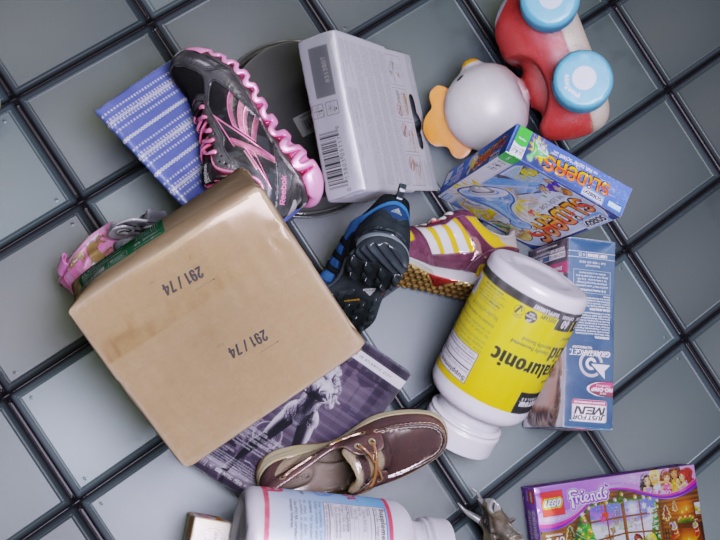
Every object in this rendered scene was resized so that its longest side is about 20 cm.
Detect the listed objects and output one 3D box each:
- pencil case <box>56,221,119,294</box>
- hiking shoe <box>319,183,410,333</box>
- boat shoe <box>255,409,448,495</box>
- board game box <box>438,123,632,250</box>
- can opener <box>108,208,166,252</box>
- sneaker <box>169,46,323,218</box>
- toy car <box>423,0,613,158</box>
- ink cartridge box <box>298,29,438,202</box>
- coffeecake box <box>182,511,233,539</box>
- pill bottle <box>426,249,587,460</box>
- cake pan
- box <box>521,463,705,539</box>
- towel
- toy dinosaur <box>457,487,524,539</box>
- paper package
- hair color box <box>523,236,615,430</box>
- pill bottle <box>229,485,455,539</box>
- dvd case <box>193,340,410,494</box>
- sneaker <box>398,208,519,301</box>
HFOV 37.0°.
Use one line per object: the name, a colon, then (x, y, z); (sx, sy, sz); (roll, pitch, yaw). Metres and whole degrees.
pencil case: (-0.207, 0.042, 1.068); (0.200, 0.087, 0.083); (44, 95, -4)
hiking shoe: (0.000, 0.000, 1.082); (0.074, 0.200, 0.087); (29, 52, -15)
boat shoe: (-0.004, 0.193, 1.059); (0.198, 0.072, 0.073); (-12, 103, -7)
board game box: (0.176, -0.082, 1.129); (0.135, 0.200, 0.035); (27, 76, -9)
can opener: (-0.156, -0.018, 1.067); (0.199, 0.053, 0.067); (9, 67, -39)
sneaker: (-0.127, -0.125, 1.039); (0.095, 0.079, 0.200); (-40, 89, -27)
toy car: (0.155, -0.206, 1.176); (0.199, 0.184, 0.178); (-22, 87, 6)
ink cartridge box: (0.011, -0.155, 1.130); (0.057, 0.200, 0.164); (-12, 88, 21)
coffeecake box: (-0.087, 0.334, 1.059); (0.199, 0.073, 0.155); (13, 78, -12)
pill bottle: (0.141, 0.089, 1.110); (0.111, 0.111, 0.201); (22, 107, -11)
cake pan: (-0.060, -0.158, 1.161); (0.199, 0.037, 0.202); (2, 81, -15)
box: (0.282, 0.294, 1.183); (0.198, 0.039, 0.138); (-5, 82, -16)
towel: (-0.148, -0.116, 1.075); (0.200, 0.024, 0.145); (47, 51, -3)
toy dinosaur: (0.154, 0.336, 1.127); (0.077, 0.102, 0.202); (5, 92, -49)
paper package: (-0.130, 0.039, 0.971); (0.199, 0.103, 0.191); (-34, 107, -4)
hair color box: (0.226, 0.072, 1.171); (0.060, 0.100, 0.202); (6, 80, -16)
pill bottle: (-0.017, 0.263, 0.996); (0.198, 0.109, 0.110); (9, 79, -14)
dvd case: (-0.065, 0.143, 1.084); (0.148, 0.016, 0.201); (35, 93, -16)
sneaker: (0.078, -0.028, 1.167); (0.199, 0.075, 0.091); (17, 69, -18)
